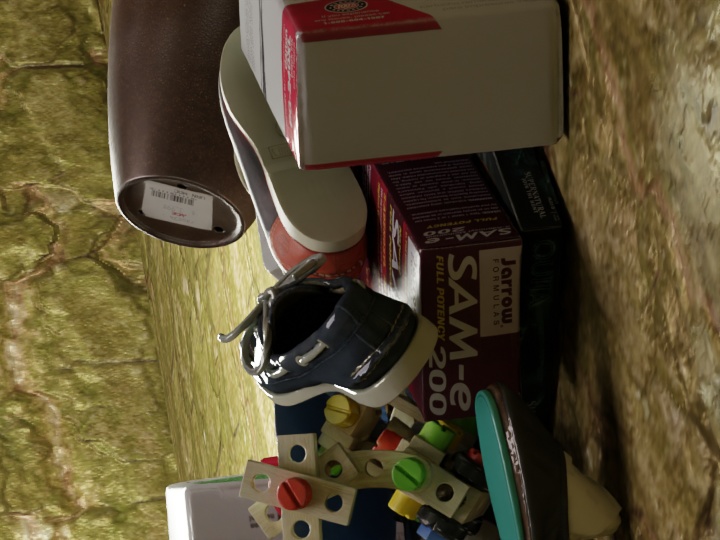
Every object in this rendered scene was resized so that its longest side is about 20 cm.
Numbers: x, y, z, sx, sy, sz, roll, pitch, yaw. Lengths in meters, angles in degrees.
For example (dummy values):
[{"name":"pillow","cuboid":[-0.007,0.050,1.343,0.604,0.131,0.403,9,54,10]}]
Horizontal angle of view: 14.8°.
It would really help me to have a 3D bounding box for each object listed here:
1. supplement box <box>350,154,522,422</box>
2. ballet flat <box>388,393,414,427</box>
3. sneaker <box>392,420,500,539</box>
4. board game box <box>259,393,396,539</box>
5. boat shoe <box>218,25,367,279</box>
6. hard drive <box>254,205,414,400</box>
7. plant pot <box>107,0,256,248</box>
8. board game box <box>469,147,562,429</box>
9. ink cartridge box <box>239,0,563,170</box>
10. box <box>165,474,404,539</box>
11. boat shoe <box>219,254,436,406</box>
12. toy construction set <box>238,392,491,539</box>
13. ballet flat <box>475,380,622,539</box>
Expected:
[{"name":"supplement box","cuboid":[0.040,-0.008,1.569,0.200,0.061,0.109,-118,23,-62]},{"name":"ballet flat","cuboid":[0.010,0.079,2.019,0.064,0.067,0.200,-25,70,51]},{"name":"sneaker","cuboid":[0.061,0.174,1.725,0.147,0.081,0.200,-94,1,-46]},{"name":"board game box","cuboid":[-0.030,0.115,1.667,0.200,0.039,0.158,38,-134,-63]},{"name":"boat shoe","cuboid":[-0.039,-0.066,1.621,0.063,0.071,0.200,92,163,-48]},{"name":"hard drive","cuboid":[0.000,0.000,1.727,0.200,0.025,0.132,42,-154,-41]},{"name":"plant pot","cuboid":[-0.103,-0.124,1.937,0.187,0.187,0.200,101,-177,-61]},{"name":"board game box","cuboid":[0.083,0.009,1.593,0.135,0.028,0.200,-106,13,-47]},{"name":"ink cartridge box","cuboid":[0.018,-0.134,1.532,0.200,0.145,0.083,-116,21,-63]},{"name":"box","cuboid":[-0.020,0.230,1.838,0.171,0.199,0.200,150,115,-80]},{"name":"boat shoe","cuboid":[-0.026,0.033,1.485,0.062,0.075,0.200,40,171,-17]},{"name":"toy construction set","cuboid":[0.013,0.105,1.554,0.092,0.131,0.200,-61,-10,18]},{"name":"ballet flat","cuboid":[0.103,0.155,1.454,0.068,0.068,0.200,-166,70,-78]}]
